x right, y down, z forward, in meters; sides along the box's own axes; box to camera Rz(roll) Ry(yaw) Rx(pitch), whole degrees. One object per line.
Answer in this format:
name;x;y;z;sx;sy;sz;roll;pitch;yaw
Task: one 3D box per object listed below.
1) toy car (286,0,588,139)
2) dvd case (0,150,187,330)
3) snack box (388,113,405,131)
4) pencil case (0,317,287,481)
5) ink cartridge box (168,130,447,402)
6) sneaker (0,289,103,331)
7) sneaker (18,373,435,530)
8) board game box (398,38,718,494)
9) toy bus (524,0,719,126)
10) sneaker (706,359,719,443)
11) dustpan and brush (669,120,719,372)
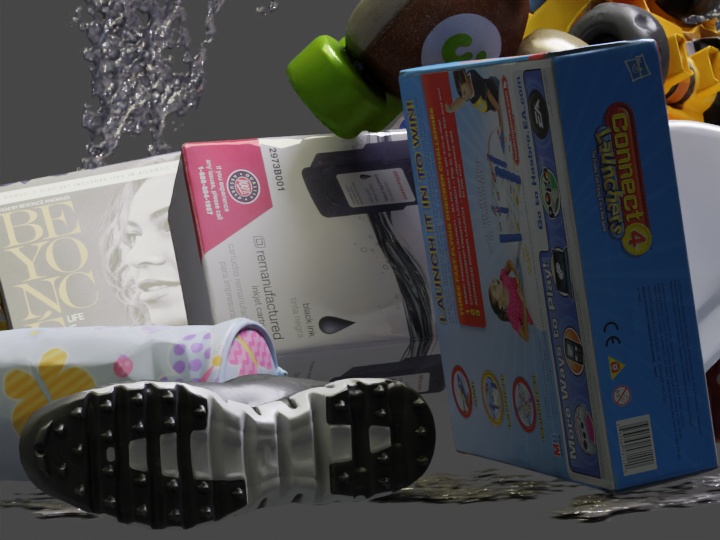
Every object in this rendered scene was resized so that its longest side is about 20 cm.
toy car;0.090;-0.093;1.428;0.164;0.200;0.158;-42;-3;11
dvd case;-0.152;0.009;1.629;0.148;0.016;0.201;-11;49;-12
snack box;0.050;-0.077;1.605;0.071;0.024;0.200;-1;-21;-24
pencil case;-0.139;0.069;1.314;0.199;0.084;0.091;-3;-11;21
ink cartridge box;0.000;0.000;1.505;0.198;0.146;0.085;-5;-29;-14
sneaker;-0.147;0.053;1.663;0.199;0.090;0.075;19;52;13
sneaker;-0.070;0.082;1.193;0.199;0.067;0.090;-2;-1;-29
board game box;0.090;-0.005;1.245;0.055;0.202;0.196;-10;6;-18
toy bus;0.139;-0.135;1.641;0.191;0.201;0.135;-26;-25;39
sneaker;0.224;0.059;1.339;0.199;0.079;0.115;-4;-15;26
dustpan and brush;0.133;-0.043;1.320;0.140;0.200;0.057;-44;-14;-9
